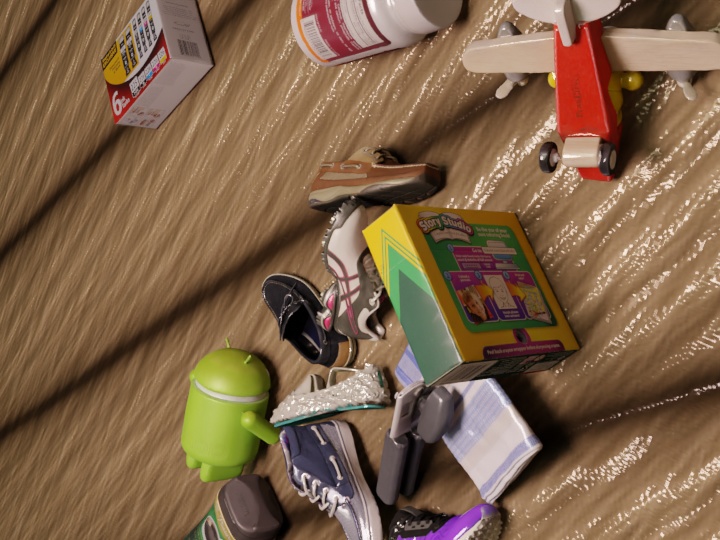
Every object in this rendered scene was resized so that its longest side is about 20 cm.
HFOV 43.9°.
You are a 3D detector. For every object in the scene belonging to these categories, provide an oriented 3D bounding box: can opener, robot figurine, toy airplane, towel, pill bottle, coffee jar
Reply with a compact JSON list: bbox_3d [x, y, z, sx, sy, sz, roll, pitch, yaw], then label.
[{"bbox_3d":[0.057,0.205,1.045,0.067,0.052,0.201,48,142,35],"label":"can opener"},{"bbox_3d":[-0.196,0.204,1.306,0.175,0.115,0.202,26,108,48],"label":"robot figurine"},{"bbox_3d":[0.218,-0.204,0.854,0.200,0.141,0.199,41,138,1],"label":"toy airplane"},{"bbox_3d":[0.114,0.151,1.000,0.201,0.024,0.147,54,148,22],"label":"towel"},{"bbox_3d":[0.018,-0.321,1.082,0.199,0.114,0.115,-2,89,46],"label":"pill bottle"},{"bbox_3d":[-0.193,0.394,1.326,0.200,0.085,0.105,-54,51,33],"label":"coffee jar"}]

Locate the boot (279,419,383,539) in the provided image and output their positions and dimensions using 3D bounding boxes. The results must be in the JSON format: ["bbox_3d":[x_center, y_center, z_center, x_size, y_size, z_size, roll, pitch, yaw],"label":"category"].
[{"bbox_3d":[-0.041,0.283,1.134,0.073,0.090,0.201,111,147,-40],"label":"boot"}]

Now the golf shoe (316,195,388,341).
[{"bbox_3d":[0.000,0.000,1.117,0.088,0.077,0.201,23,132,23],"label":"golf shoe"}]

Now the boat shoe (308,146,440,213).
[{"bbox_3d":[0.010,-0.120,1.121,0.199,0.075,0.075,-5,78,41],"label":"boat shoe"}]

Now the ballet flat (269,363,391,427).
[{"bbox_3d":[-0.040,0.164,1.183,0.199,0.071,0.072,-18,77,37],"label":"ballet flat"}]

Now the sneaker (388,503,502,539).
[{"bbox_3d":[0.080,0.315,1.052,0.200,0.069,0.100,-53,53,32],"label":"sneaker"}]

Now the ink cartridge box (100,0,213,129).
[{"bbox_3d":[-0.347,-0.364,1.486,0.200,0.083,0.177,-34,66,42],"label":"ink cartridge box"}]

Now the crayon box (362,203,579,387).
[{"bbox_3d":[0.116,0.022,0.918,0.058,0.199,0.174,-41,62,37],"label":"crayon box"}]

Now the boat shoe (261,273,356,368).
[{"bbox_3d":[-0.085,0.066,1.229,0.200,0.062,0.075,42,121,39],"label":"boat shoe"}]
